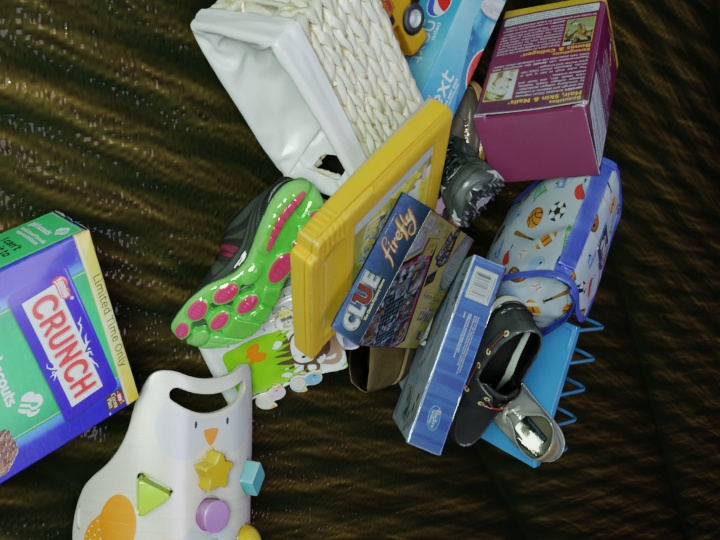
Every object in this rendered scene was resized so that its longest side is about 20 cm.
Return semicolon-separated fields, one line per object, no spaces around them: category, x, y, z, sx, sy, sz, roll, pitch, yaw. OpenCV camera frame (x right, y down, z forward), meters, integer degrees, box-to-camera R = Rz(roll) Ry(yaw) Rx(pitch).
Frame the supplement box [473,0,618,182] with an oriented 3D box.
supplement box;0.221;-0.211;0.987;0.104;0.128;0.203;62;38;-42

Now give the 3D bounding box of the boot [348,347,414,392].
boot;0.031;0.051;0.996;0.075;0.073;0.205;-19;123;-50

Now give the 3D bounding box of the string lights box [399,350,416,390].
string lights box;0.148;0.099;1.120;0.200;0.102;0.060;-47;138;-21

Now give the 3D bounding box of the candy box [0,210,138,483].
candy box;-0.292;0.073;0.674;0.198;0.076;0.173;-32;128;-34

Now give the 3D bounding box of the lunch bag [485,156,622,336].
lunch bag;0.230;-0.024;1.014;0.173;0.122;0.200;-64;-178;-22

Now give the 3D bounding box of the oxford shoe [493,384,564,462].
oxford shoe;0.192;0.176;1.138;0.076;0.200;0.058;-49;164;14

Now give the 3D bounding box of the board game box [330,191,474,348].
board game box;0.048;0.008;0.834;0.138;0.034;0.199;-62;161;3

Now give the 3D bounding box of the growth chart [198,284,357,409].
growth chart;-0.071;0.073;0.889;0.197;0.018;0.146;-29;126;2

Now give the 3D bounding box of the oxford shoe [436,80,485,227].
oxford shoe;0.094;-0.124;0.994;0.072;0.071;0.205;8;99;-37

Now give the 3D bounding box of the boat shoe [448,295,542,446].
boat shoe;0.148;0.130;0.989;0.072;0.064;0.205;7;121;-23

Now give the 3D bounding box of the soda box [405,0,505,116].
soda box;0.090;-0.245;0.938;0.067;0.064;0.204;26;89;-48

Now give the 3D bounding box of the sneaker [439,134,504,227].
sneaker;0.099;-0.098;0.885;0.067;0.090;0.200;-49;175;13

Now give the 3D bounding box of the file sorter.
file sorter;0.250;0.151;1.227;0.121;0.137;0.205;2;107;-49

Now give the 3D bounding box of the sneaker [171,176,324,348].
sneaker;-0.108;-0.006;0.829;0.076;0.084;0.201;39;97;-28

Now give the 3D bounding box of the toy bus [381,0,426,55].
toy bus;-0.009;-0.283;0.817;0.079;0.064;0.201;-50;136;-16

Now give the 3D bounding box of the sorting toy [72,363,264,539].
sorting toy;-0.165;0.184;0.844;0.197;0.105;0.185;0;100;-46

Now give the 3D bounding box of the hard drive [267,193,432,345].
hard drive;0.000;0.000;0.922;0.196;0.038;0.143;11;101;-25

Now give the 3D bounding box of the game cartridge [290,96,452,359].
game cartridge;0.009;-0.034;0.778;0.201;0.032;0.178;-49;160;-27

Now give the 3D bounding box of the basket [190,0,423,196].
basket;-0.038;-0.180;0.782;0.124;0.134;0.201;-51;137;-18

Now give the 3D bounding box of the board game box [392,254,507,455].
board game box;0.095;0.090;0.958;0.199;0.042;0.204;141;-31;-87
